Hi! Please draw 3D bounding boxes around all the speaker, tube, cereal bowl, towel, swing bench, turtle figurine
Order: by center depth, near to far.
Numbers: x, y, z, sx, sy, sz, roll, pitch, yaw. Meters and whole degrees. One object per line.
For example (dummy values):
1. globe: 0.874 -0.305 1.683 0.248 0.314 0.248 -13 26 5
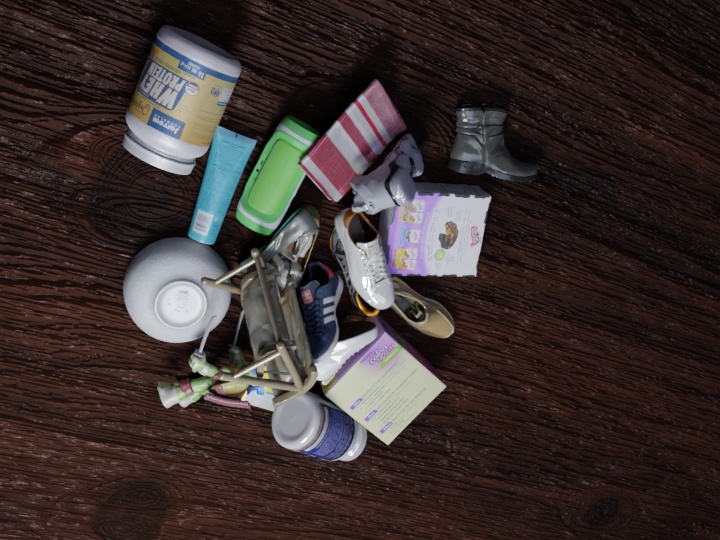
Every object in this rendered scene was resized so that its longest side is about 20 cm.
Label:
1. swing bench: -0.163 0.104 1.448 0.128 0.201 0.200 -27 150 14
2. speaker: -0.145 -0.168 1.457 0.087 0.089 0.202 24 105 -24
3. tube: -0.252 -0.148 1.458 0.076 0.050 0.203 16 103 -27
4. towel: -0.011 -0.225 1.460 0.200 0.023 0.144 -47 146 -1
5. cereal bowl: -0.330 0.046 1.496 0.196 0.083 0.203 -6 115 -13
6. turtle figurine: -0.285 0.172 1.548 0.192 0.144 0.202 -24 110 12

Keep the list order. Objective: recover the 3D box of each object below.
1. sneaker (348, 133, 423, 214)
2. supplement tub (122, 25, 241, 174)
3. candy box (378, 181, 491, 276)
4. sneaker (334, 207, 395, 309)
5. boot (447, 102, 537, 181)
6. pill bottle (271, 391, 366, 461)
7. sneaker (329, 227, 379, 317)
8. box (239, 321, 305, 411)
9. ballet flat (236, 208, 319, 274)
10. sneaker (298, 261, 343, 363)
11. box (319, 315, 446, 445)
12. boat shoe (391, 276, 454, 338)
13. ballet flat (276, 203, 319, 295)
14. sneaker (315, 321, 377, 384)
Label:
1. sneaker: 0.045 -0.172 1.478 0.113 0.201 0.076 -17 122 24
2. supplement tub: -0.292 -0.274 1.331 0.143 0.145 0.202 20 106 -24
3. candy box: 0.138 -0.079 1.590 0.196 0.072 0.171 1 112 -17
4. sneaker: 0.013 -0.018 1.506 0.072 0.084 0.202 -29 100 -18
5. boot: 0.263 -0.244 1.563 0.197 0.068 0.133 6 105 -21
6. pill bottle: -0.077 0.316 1.645 0.116 0.116 0.199 -48 140 7
7. sneaker: 0.000 0.000 1.580 0.077 0.077 0.202 -23 116 -4
8. box: -0.151 0.181 1.629 0.116 0.048 0.202 20 107 -25
9. ballet flat: -0.151 -0.032 1.489 0.199 0.067 0.064 -39 93 29
10. sneaker: -0.085 0.072 1.524 0.074 0.202 0.085 -18 137 25
11. box: 0.040 0.220 1.677 0.176 0.097 0.200 -45 118 6
12. boat shoe: 0.119 0.088 1.654 0.198 0.076 0.072 31 102 -26
13. ballet flat: -0.126 -0.025 1.537 0.068 0.063 0.203 11 110 -23
14. sneaker: -0.053 0.164 1.583 0.197 0.073 0.086 -22 114 -3
